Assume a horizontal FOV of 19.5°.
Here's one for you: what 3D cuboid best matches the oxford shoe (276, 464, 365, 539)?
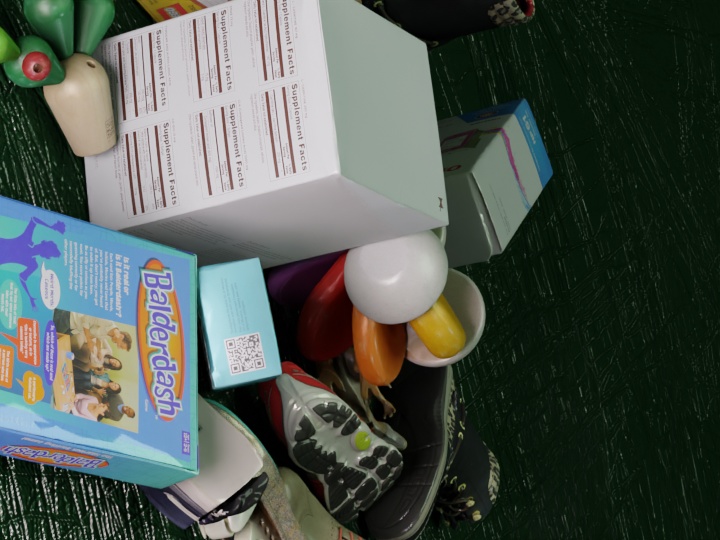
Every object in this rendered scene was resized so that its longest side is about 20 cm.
[{"bbox_3d":[-0.015,0.218,1.630,0.201,0.074,0.071,57,31,-37],"label":"oxford shoe"}]

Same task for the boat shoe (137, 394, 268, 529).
[{"bbox_3d":[-0.153,0.094,1.414,0.075,0.093,0.201,-38,89,-31],"label":"boat shoe"}]

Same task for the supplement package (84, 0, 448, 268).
[{"bbox_3d":[-0.069,-0.098,1.520,0.191,0.198,0.149,20,60,-62],"label":"supplement package"}]

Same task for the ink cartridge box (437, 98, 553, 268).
[{"bbox_3d":[0.076,-0.072,1.893,0.085,0.143,0.200,69,25,-17],"label":"ink cartridge box"}]

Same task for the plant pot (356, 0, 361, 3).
[{"bbox_3d":[-0.044,-0.246,1.690,0.200,0.027,0.202,-10,90,-73],"label":"plant pot"}]

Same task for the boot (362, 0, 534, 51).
[{"bbox_3d":[0.058,-0.272,1.923,0.204,0.152,0.074,44,40,-51],"label":"boot"}]

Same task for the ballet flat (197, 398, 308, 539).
[{"bbox_3d":[-0.083,0.182,1.517,0.201,0.068,0.068,59,36,-31],"label":"ballet flat"}]

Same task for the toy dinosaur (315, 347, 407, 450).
[{"bbox_3d":[-0.022,0.073,1.738,0.106,0.060,0.202,-137,-156,-77],"label":"toy dinosaur"}]

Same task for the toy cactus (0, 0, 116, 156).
[{"bbox_3d":[-0.195,-0.162,1.421,0.200,0.101,0.166,-72,150,-62],"label":"toy cactus"}]

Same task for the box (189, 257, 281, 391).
[{"bbox_3d":[-0.090,0.041,1.479,0.200,0.049,0.083,143,-64,-84],"label":"box"}]

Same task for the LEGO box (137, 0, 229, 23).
[{"bbox_3d":[-0.153,-0.294,1.581,0.200,0.076,0.150,47,37,-49],"label":"LEGO box"}]

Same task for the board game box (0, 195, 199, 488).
[{"bbox_3d":[-0.189,0.042,1.300,0.199,0.045,0.154,18,60,-40],"label":"board game box"}]

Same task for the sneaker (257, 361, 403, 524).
[{"bbox_3d":[-0.027,0.131,1.660,0.085,0.077,0.200,46,-10,34],"label":"sneaker"}]

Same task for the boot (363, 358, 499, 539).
[{"bbox_3d":[0.069,0.188,1.840,0.205,0.073,0.154,-77,148,-42],"label":"boot"}]

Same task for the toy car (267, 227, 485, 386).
[{"bbox_3d":[0.000,0.000,1.671,0.201,0.149,0.175,66,9,27],"label":"toy car"}]
